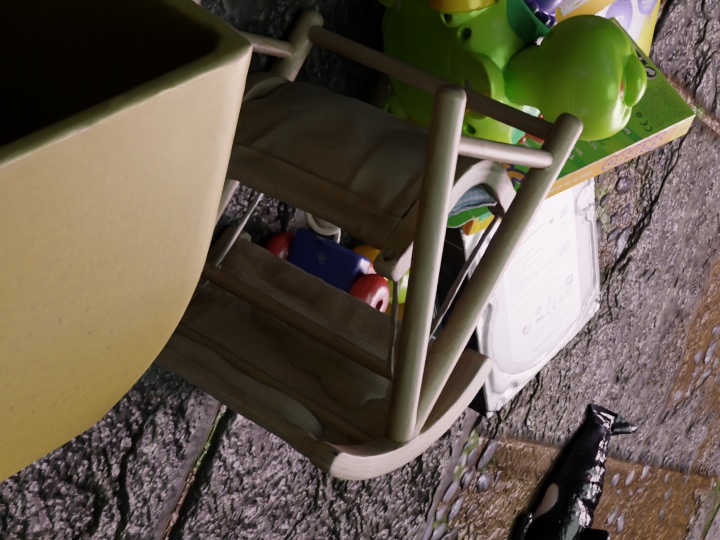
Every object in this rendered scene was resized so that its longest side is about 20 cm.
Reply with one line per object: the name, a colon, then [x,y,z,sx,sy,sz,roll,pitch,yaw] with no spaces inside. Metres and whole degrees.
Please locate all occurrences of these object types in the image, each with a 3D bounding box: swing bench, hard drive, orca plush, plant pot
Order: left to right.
plant pot: [-0.179,-0.014,0.601,0.194,0.195,0.201,-31,142,-38]
swing bench: [-0.023,-0.023,0.789,0.129,0.198,0.202,3,110,-54]
hard drive: [0.113,-0.007,1.059,0.140,0.038,0.201,-40,139,-27]
orca plush: [0.210,0.232,1.393,0.201,0.071,0.105,-56,146,-11]

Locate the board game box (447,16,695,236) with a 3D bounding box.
board game box: [0.113,-0.094,0.981,0.199,0.096,0.030,-24,154,-23]

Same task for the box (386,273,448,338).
box: [0.061,-0.013,1.057,0.119,0.041,0.201,-38,137,-33]

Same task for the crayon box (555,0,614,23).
crayon box: [0.128,-0.241,0.925,0.125,0.052,0.200,-34,147,16]

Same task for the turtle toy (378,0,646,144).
turtle toy: [0.080,-0.122,0.869,0.100,0.200,0.147,-16,117,-24]

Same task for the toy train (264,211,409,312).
toy train: [0.000,0.000,0.945,0.115,0.084,0.202,-6,117,-58]

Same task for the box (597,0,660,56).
box: [0.166,-0.175,1.082,0.117,0.048,0.202,-21,130,-44]
